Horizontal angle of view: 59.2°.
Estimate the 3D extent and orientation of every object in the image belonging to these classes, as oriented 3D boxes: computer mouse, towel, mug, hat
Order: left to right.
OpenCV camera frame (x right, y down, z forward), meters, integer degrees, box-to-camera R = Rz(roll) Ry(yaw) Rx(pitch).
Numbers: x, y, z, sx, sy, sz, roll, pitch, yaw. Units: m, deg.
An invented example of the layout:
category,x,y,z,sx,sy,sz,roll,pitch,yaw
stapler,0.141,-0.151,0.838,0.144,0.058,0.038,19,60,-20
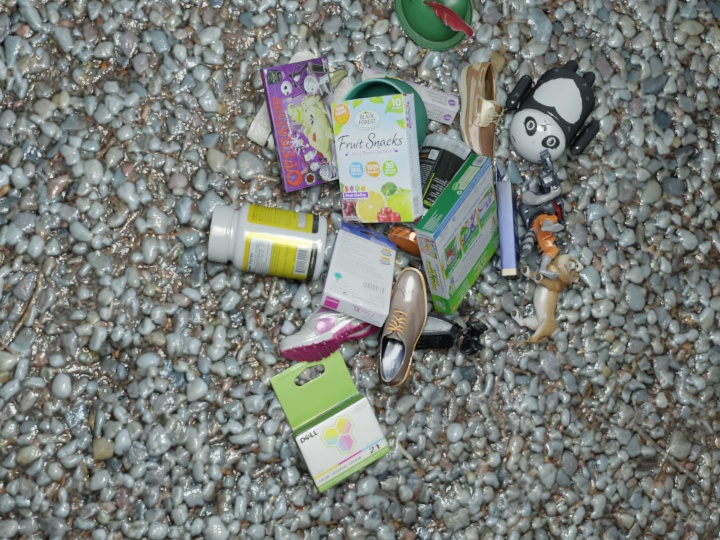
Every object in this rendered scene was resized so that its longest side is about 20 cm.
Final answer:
category,x,y,z,sx,sy,sz,roll,pitch,yaw
towel,-0.108,-0.298,1.173,0.130,0.034,0.204,30,81,-6
mug,0.035,-0.258,1.151,0.183,0.114,0.154,-34,90,30
computer mouse,0.127,0.109,1.153,0.193,0.140,0.054,-1,63,2
hat,0.166,-0.518,1.171,0.165,0.176,0.201,-41,93,-11

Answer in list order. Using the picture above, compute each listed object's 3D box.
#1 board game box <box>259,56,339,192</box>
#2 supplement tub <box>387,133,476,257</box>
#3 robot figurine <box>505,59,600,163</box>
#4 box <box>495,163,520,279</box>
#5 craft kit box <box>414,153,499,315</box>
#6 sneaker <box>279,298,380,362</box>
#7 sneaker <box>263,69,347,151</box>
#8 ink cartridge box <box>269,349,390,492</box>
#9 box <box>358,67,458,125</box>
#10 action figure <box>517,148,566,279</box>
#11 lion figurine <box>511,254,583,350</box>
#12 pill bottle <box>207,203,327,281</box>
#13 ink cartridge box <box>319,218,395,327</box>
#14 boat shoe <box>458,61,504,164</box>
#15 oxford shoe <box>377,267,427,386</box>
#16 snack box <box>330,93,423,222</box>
category,x,y,z,sx,sy,sz,roll,pitch,yaw
board game box,-0.095,-0.248,1.082,0.117,0.032,0.206,-16,110,-17
supplement tub,0.131,-0.133,1.161,0.120,0.122,0.205,27,80,-7
robot figurine,0.371,-0.304,1.219,0.202,0.149,0.125,-52,131,-11
box,0.277,-0.089,1.187,0.031,0.121,0.208,-5,85,17
craft kit box,0.179,-0.062,1.118,0.201,0.048,0.201,-50,138,-28
sneaker,-0.057,0.093,1.129,0.195,0.082,0.090,-23,62,-10
sneaker,-0.082,-0.270,1.132,0.088,0.077,0.201,43,86,-17
ink cartridge box,-0.057,0.254,1.115,0.145,0.076,0.205,-26,92,-12
box,0.090,-0.331,1.206,0.194,0.042,0.040,15,57,-10
action figure,0.329,-0.114,1.178,0.102,0.197,0.203,-15,128,15
lion figurine,0.356,0.062,1.220,0.120,0.072,0.206,13,97,-36
pill bottle,-0.161,-0.052,1.102,0.193,0.114,0.118,9,84,-10
ink cartridge box,0.000,0.000,1.126,0.116,0.042,0.203,20,43,-8
boat shoe,0.234,-0.299,1.208,0.074,0.071,0.207,-5,86,-46
oxford shoe,0.071,0.094,1.069,0.069,0.073,0.207,8,83,13
snack box,0.029,-0.187,1.076,0.138,0.053,0.207,2,106,29
